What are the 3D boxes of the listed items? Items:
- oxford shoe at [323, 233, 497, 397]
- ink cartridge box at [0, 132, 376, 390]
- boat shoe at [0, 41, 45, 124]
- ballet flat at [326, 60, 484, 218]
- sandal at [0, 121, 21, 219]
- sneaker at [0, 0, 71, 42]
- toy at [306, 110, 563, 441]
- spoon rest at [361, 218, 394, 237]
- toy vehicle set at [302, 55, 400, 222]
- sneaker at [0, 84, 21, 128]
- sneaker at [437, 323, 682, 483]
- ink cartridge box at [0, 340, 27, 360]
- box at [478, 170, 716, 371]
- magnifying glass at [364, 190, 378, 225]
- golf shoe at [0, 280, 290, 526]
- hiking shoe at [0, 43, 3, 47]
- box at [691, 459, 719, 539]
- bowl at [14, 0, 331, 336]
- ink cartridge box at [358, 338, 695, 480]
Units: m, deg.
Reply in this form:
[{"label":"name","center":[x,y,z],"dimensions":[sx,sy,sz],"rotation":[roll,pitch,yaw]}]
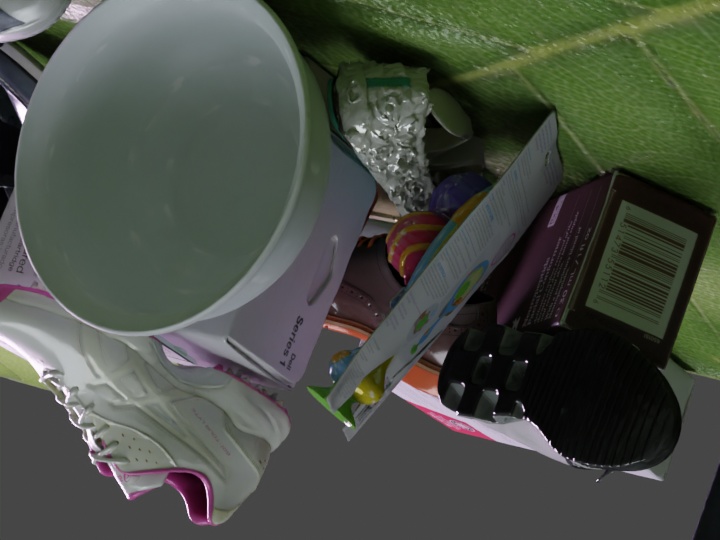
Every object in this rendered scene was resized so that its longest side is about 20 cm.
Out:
[{"label":"oxford shoe","center":[0.000,0.000,1.541],"dimensions":[0.199,0.073,0.071],"rotation":[28,-148,20]},{"label":"ink cartridge box","center":[-0.110,-0.026,1.521],"dimensions":[0.199,0.146,0.084],"rotation":[12,164,34]},{"label":"boat shoe","center":[-0.190,-0.071,1.654],"dimensions":[0.200,0.062,0.073],"rotation":[50,180,-23]},{"label":"ballet flat","center":[0.037,-0.065,1.444],"dimensions":[0.071,0.072,0.200],"rotation":[17,169,19]},{"label":"sandal","center":[-0.190,-0.023,1.616],"dimensions":[0.043,0.076,0.200],"rotation":[-8,133,50]},{"label":"sneaker","center":[-0.256,-0.188,1.357],"dimensions":[0.198,0.080,0.130],"rotation":[29,178,14]},{"label":"toy","center":[0.036,-0.003,1.417],"dimensions":[0.047,0.200,0.115],"rotation":[34,171,14]},{"label":"spoon rest","center":[0.035,0.008,1.662],"dimensions":[0.060,0.100,0.200],"rotation":[-6,-160,-14]},{"label":"toy vehicle set","center":[-0.031,-0.082,1.558],"dimensions":[0.124,0.027,0.200],"rotation":[12,164,37]},{"label":"sneaker","center":[-0.198,-0.069,1.736],"dimensions":[0.146,0.077,0.202],"rotation":[25,-177,42]},{"label":"sneaker","center":[0.131,0.077,1.416],"dimensions":[0.088,0.074,0.200],"rotation":[29,175,-29]},{"label":"ink cartridge box","center":[-0.243,-0.016,1.908],"dimensions":[0.084,0.145,0.200],"rotation":[12,165,39]},{"label":"box","center":[0.131,0.012,1.522],"dimensions":[0.075,0.101,0.200],"rotation":[23,166,-10]},{"label":"magnifying glass","center":[-0.016,-0.019,1.622],"dimensions":[0.080,0.022,0.200],"rotation":[56,161,9]},{"label":"golf shoe","center":[-0.138,0.076,1.456],"dimensions":[0.199,0.092,0.075],"rotation":[28,165,-15]},{"label":"hiking shoe","center":[-0.320,-0.154,1.587],"dimensions":[0.199,0.087,0.074],"rotation":[17,166,18]},{"label":"box","center":[0.314,0.116,1.422],"dimensions":[0.196,0.201,0.117],"rotation":[9,162,45]},{"label":"bowl","center":[-0.088,-0.057,1.403],"dimensions":[0.200,0.202,0.090],"rotation":[12,177,34]},{"label":"ink cartridge box","center":[0.121,0.074,1.830],"dimensions":[0.199,0.084,0.145],"rotation":[10,163,39]}]
